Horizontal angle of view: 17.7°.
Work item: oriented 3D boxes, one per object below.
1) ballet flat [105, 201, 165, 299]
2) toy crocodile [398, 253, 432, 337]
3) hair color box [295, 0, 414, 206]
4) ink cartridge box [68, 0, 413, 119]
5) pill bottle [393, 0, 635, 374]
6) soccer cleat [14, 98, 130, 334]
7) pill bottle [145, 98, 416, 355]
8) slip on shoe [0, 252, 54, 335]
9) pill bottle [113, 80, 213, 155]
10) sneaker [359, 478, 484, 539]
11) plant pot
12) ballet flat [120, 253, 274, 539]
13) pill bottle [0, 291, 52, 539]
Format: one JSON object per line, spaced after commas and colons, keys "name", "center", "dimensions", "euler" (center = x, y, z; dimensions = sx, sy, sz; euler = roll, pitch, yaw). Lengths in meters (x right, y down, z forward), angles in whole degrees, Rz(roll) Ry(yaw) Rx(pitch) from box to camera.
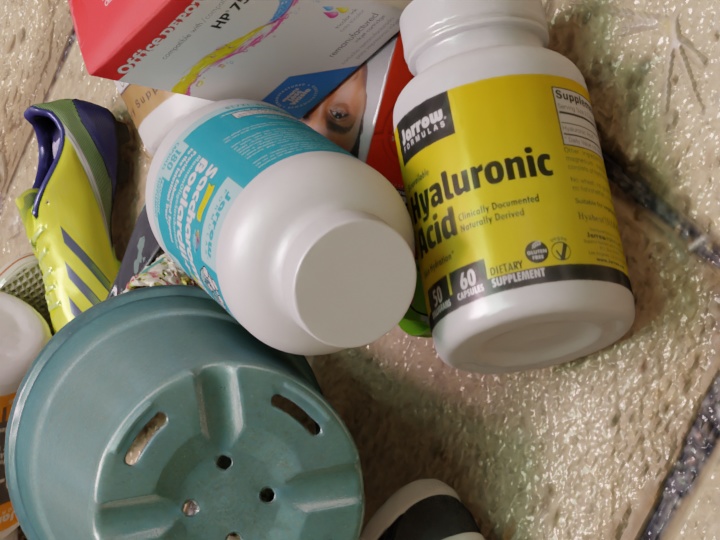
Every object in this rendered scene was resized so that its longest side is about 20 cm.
{"name": "ballet flat", "center": [-0.142, 0.043, 1.528], "dimensions": [0.073, 0.073, 0.201], "euler": [35, 108, 45]}
{"name": "toy crocodile", "center": [0.000, 0.000, 1.373], "dimensions": [0.200, 0.067, 0.062], "euler": [17, 96, 48]}
{"name": "hair color box", "center": [0.009, -0.132, 1.388], "dimensions": [0.101, 0.061, 0.201], "euler": [22, 101, 47]}
{"name": "ink cartridge box", "center": [-0.082, -0.156, 1.297], "dimensions": [0.116, 0.199, 0.068], "euler": [-39, 57, 37]}
{"name": "pill bottle", "center": [0.078, -0.054, 1.261], "dimensions": [0.111, 0.111, 0.201], "euler": [-29, 63, 42]}
{"name": "soccer cleat", "center": [-0.204, -0.020, 1.589], "dimensions": [0.065, 0.083, 0.201], "euler": [-16, 72, 52]}
{"name": "pill bottle", "center": [-0.040, -0.021, 1.265], "dimensions": [0.200, 0.110, 0.111], "euler": [36, 112, 62]}
{"name": "slip on shoe", "center": [-0.277, 0.052, 1.679], "dimensions": [0.200, 0.074, 0.061], "euler": [-52, 43, 34]}
{"name": "pill bottle", "center": [-0.123, -0.182, 1.464], "dimensions": [0.114, 0.114, 0.201], "euler": [-33, 79, 41]}
{"name": "sneaker", "center": [0.015, 0.228, 1.318], "dimensions": [0.200, 0.073, 0.112], "euler": [-59, 45, 22]}
{"name": "plant pot", "center": [-0.092, 0.117, 1.306], "dimensions": [0.196, 0.199, 0.201], "euler": [-162, 82, -75]}
{"name": "ballet flat", "center": [-0.105, 0.087, 1.449], "dimensions": [0.075, 0.064, 0.201], "euler": [-26, 79, 35]}
{"name": "pill bottle", "center": [-0.279, 0.120, 1.605], "dimensions": [0.116, 0.116, 0.201], "euler": [46, 137, 42]}
